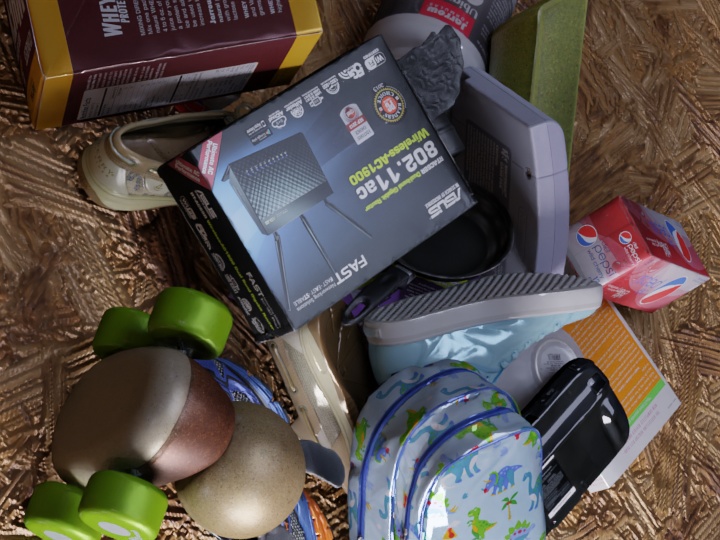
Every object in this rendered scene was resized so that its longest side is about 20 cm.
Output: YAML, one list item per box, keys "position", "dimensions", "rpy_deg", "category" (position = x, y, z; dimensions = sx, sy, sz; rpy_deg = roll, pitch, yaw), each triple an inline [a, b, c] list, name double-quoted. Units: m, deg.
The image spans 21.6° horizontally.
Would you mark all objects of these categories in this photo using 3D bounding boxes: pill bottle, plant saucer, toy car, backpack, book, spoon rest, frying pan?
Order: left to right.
- position: [-0.100, 0.135, 1.299]
  dimensions: [0.200, 0.158, 0.165]
  rpy_deg: [31, 63, -26]
  category: "toy car"
- position: [0.057, -0.005, 1.479]
  dimensions: [0.114, 0.031, 0.191]
  rpy_deg: [14, 47, 3]
  category: "frying pan"
- position: [0.065, -0.203, 1.630]
  dimensions: [0.111, 0.110, 0.201]
  rpy_deg: [42, 49, -25]
  category: "pill bottle"
- position: [0.066, 0.164, 1.412]
  dimensions: [0.162, 0.154, 0.201]
  rpy_deg: [-14, 107, -22]
  category: "backpack"
- position: [0.114, 0.086, 1.597]
  dimensions: [0.199, 0.061, 0.100]
  rpy_deg: [6, 72, -36]
  category: "spoon rest"
- position: [0.149, -0.148, 1.662]
  dimensions: [0.200, 0.048, 0.201]
  rpy_deg: [-40, 137, -66]
  category: "plant saucer"
- position: [0.193, 0.080, 1.697]
  dimensions: [0.200, 0.048, 0.134]
  rpy_deg: [57, 46, -10]
  category: "book"

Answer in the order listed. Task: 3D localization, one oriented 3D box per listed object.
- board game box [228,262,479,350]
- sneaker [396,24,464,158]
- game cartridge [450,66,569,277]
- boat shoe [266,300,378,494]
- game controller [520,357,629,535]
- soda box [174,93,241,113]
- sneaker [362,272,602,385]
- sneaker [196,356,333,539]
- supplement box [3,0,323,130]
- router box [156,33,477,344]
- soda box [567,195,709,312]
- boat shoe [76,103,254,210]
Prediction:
- position: [0.000, 0.000, 1.509]
  dimensions: [0.199, 0.032, 0.121]
  rpy_deg: [22, 55, -16]
  category: "board game box"
- position: [0.006, -0.115, 1.494]
  dimensions: [0.199, 0.060, 0.105]
  rpy_deg: [-24, 89, -22]
  category: "sneaker"
- position: [0.120, -0.053, 1.552]
  dimensions: [0.040, 0.133, 0.201]
  rpy_deg: [-15, 126, -23]
  category: "game cartridge"
- position: [-0.019, 0.110, 1.466]
  dimensions: [0.072, 0.065, 0.201]
  rpy_deg: [-54, 131, -48]
  category: "boat shoe"
- position: [0.147, 0.168, 1.573]
  dimensions: [0.200, 0.042, 0.105]
  rpy_deg: [-45, 131, -18]
  category: "game controller"
- position: [-0.098, -0.212, 1.509]
  dimensions: [0.070, 0.063, 0.200]
  rpy_deg: [45, 48, -20]
  category: "soda box"
- position: [0.098, 0.054, 1.476]
  dimensions: [0.199, 0.074, 0.082]
  rpy_deg: [-11, 107, -15]
  category: "sneaker"
- position: [-0.086, 0.153, 1.378]
  dimensions: [0.078, 0.075, 0.201]
  rpy_deg: [-29, 94, -43]
  category: "sneaker"
- position: [-0.155, -0.227, 1.352]
  dimensions: [0.199, 0.133, 0.198]
  rpy_deg: [-12, 82, -15]
  category: "supplement box"
- position: [-0.029, -0.062, 1.394]
  dimensions: [0.200, 0.062, 0.150]
  rpy_deg: [-35, 99, -30]
  category: "router box"
- position: [0.250, -0.012, 1.706]
  dimensions: [0.064, 0.070, 0.200]
  rpy_deg: [64, 20, 16]
  category: "soda box"
- position: [-0.116, -0.085, 1.430]
  dimensions: [0.199, 0.063, 0.074]
  rpy_deg: [-12, 72, -40]
  category: "boat shoe"
